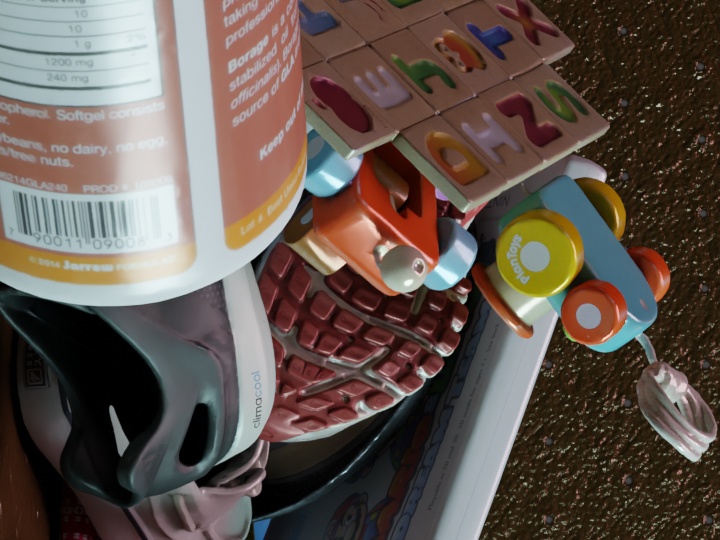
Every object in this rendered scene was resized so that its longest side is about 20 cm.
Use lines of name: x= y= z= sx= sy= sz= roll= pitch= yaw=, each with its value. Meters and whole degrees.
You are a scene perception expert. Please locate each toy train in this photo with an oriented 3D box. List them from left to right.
toy train: x=0.036 y=-0.005 z=1.033 sx=0.200 sy=0.056 sz=0.150 roll=37 pitch=30 yaw=-34

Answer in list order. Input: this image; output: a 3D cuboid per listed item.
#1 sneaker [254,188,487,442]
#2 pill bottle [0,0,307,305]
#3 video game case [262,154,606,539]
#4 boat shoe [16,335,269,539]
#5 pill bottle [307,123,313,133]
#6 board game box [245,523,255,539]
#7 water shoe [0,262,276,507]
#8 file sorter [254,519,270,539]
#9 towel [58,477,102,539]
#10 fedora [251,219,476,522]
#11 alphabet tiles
sneaker: x=0.000 y=0.000 z=1.127 sx=0.082 sy=0.078 sz=0.200 roll=-43 pitch=-170 yaw=42
pill bottle: x=-0.074 y=-0.098 z=0.828 sx=0.112 sy=0.112 sz=0.200 roll=-87 pitch=176 yaw=-49
video game case: x=0.024 y=0.051 z=1.250 sx=0.182 sy=0.024 sz=0.200 roll=-4 pitch=-116 yaw=68
boat shoe: x=-0.066 y=0.063 z=1.113 sx=0.200 sy=0.066 sz=0.072 roll=64 pitch=27 yaw=-57
pill bottle: x=-0.059 y=-0.076 z=1.116 sx=0.200 sy=0.111 sz=0.111 roll=-76 pitch=166 yaw=-79
board game box: x=-0.069 y=0.178 z=1.261 sx=0.200 sy=0.040 sz=0.153 roll=-103 pitch=-163 yaw=-73
water shoe: x=-0.085 y=-0.021 z=0.960 sx=0.079 sy=0.071 sz=0.200 roll=-32 pitch=108 yaw=-43
file sorter: x=-0.017 y=0.067 z=1.434 sx=0.139 sy=0.122 sz=0.200 roll=170 pitch=-80 yaw=-73
towel: x=-0.101 y=0.158 z=1.170 sx=0.145 sy=0.022 sz=0.200 roll=78 pitch=13 yaw=-73
fedora: x=-0.046 y=0.008 z=1.243 sx=0.092 sy=0.200 sz=0.201 roll=38 pitch=35 yaw=-29
alphabet tiles: x=0.003 y=-0.093 z=1.019 sx=0.006 sy=0.166 sz=0.200 roll=-49 pitch=171 yaw=27
